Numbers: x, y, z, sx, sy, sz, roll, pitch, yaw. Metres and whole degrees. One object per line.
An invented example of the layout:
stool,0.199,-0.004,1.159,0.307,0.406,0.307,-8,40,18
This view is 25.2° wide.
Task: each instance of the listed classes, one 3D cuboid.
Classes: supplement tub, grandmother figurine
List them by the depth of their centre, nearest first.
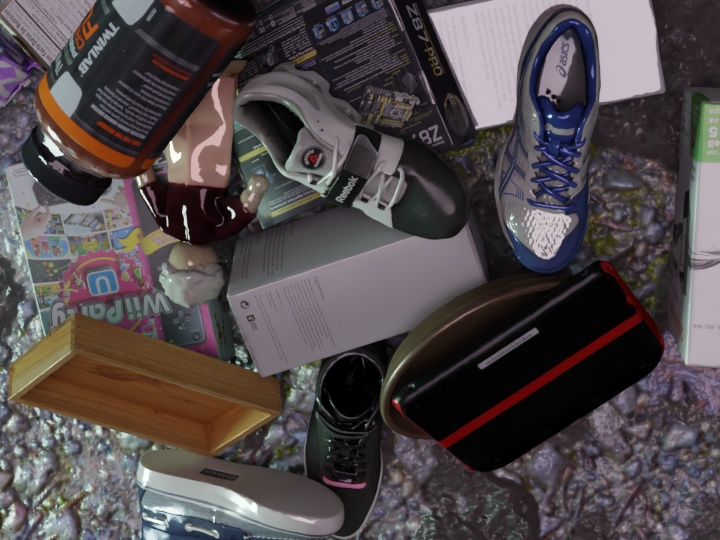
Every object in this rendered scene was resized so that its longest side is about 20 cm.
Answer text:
supplement tub,-0.172,-0.143,1.200,0.107,0.107,0.200,40,112,-2
grandmother figurine,-0.126,-0.068,1.276,0.120,0.060,0.202,13,104,32

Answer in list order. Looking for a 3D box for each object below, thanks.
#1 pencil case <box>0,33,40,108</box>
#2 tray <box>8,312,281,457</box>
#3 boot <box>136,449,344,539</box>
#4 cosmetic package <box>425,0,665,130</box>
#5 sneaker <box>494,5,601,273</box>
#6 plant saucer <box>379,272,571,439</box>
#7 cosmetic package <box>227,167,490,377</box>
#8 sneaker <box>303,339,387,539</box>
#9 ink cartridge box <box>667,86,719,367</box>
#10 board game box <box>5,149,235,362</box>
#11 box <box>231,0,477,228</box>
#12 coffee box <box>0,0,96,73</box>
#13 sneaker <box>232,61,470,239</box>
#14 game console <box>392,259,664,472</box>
pencil case,-0.349,-0.117,1.337,0.085,0.084,0.201,31,105,-24
tray,-0.172,0.095,1.304,0.199,0.037,0.098,22,139,-36
boot,-0.102,0.217,1.362,0.199,0.073,0.091,12,110,30
cosmetic package,0.134,-0.173,1.279,0.198,0.071,0.102,-10,100,8
sneaker,0.139,-0.097,1.203,0.074,0.088,0.202,2,96,3
plant saucer,0.103,0.066,1.286,0.199,0.200,0.030,-33,59,10
cosmetic package,0.000,0.000,1.300,0.198,0.108,0.085,-16,115,9
sneaker,-0.014,0.139,1.339,0.070,0.099,0.202,6,102,3
ink cartridge box,0.290,-0.035,1.251,0.083,0.146,0.202,3,100,5
board game box,-0.198,-0.007,1.349,0.146,0.064,0.202,-10,101,7
box,-0.025,-0.141,1.269,0.199,0.049,0.162,-22,91,34
coffee box,-0.183,-0.247,1.277,0.200,0.114,0.080,-43,94,13
sneaker,-0.013,-0.078,1.204,0.199,0.088,0.075,33,119,15
game console,0.139,0.080,1.287,0.199,0.177,0.031,-34,52,10
